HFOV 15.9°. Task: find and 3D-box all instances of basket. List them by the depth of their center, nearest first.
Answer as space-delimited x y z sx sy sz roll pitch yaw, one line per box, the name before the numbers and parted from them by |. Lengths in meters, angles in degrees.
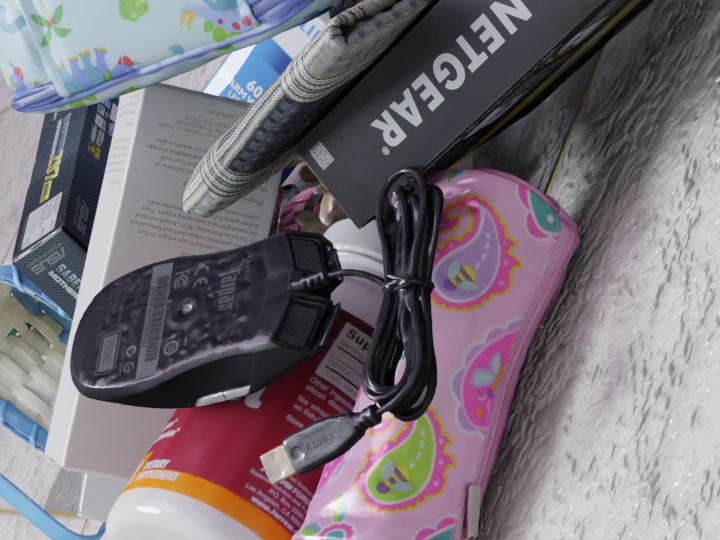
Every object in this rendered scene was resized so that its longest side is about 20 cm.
basket | -0.207 0.077 1.738 0.139 0.176 0.200 -49 4 40

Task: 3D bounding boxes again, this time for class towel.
towel | 0.015 -0.117 1.221 0.200 0.035 0.193 -37 -4 -32

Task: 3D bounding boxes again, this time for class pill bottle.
pill bottle | -0.028 0.075 1.246 0.201 0.113 0.113 -57 11 -31

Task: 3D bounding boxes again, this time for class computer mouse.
computer mouse | -0.042 0.045 1.159 0.199 0.046 0.141 -20 48 23

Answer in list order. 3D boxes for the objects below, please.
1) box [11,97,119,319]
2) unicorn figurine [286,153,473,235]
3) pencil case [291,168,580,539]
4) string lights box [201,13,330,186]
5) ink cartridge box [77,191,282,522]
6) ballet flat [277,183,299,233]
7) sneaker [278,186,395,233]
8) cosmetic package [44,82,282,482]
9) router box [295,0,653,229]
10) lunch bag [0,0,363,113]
box | -0.149 -0.026 1.713 0.051 0.158 0.201 -31 29 24
unicorn figurine | 0.024 -0.083 1.378 0.136 0.074 0.201 -19 40 7
pencil case | 0.037 0.056 1.168 0.087 0.087 0.201 -24 44 66
string lights box | -0.061 -0.100 1.642 0.200 0.059 0.103 -51 -10 28
ink cartridge box | -0.101 0.043 1.464 0.148 0.085 0.202 113 165 -89
ballet flat | -0.079 0.010 1.609 0.072 0.072 0.201 -49 22 42
sneaker | 0.000 0.000 1.393 0.095 0.079 0.201 -41 27 29
cosmetic package | -0.102 0.009 1.334 0.108 0.084 0.202 -170 91 -78
router box | 0.080 -0.116 1.182 0.157 0.052 0.200 -35 -5 -46
lunch bag | -0.069 -0.144 1.218 0.199 0.083 0.161 -18 10 29
